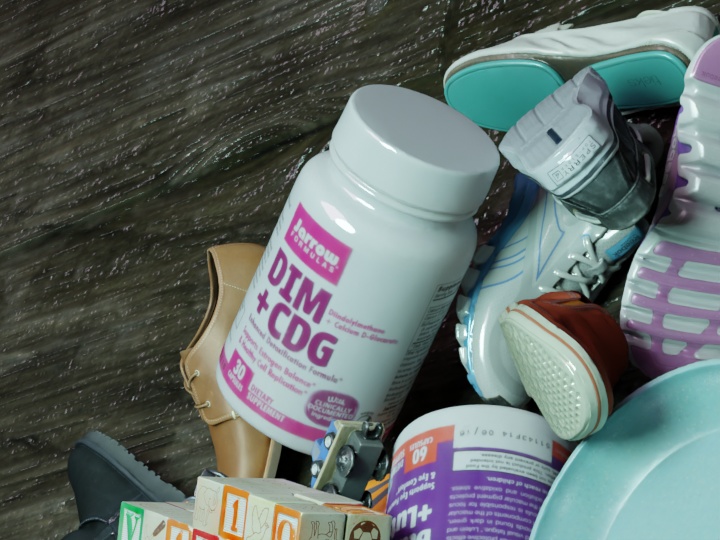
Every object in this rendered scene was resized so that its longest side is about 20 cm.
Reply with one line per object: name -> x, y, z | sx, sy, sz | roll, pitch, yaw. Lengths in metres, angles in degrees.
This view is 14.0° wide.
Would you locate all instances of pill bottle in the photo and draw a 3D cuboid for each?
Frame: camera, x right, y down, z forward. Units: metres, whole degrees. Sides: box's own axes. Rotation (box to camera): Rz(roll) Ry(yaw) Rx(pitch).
pill bottle -> 0.000, 0.000, 1.715 | 0.201, 0.113, 0.114 | -66, 29, 26
pill bottle -> 0.064, 0.184, 1.597 | 0.111, 0.111, 0.201 | -25, 45, 36

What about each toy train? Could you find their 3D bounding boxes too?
toy train -> -0.031, 0.161, 1.678 | 0.201, 0.034, 0.046 | -65, 33, 28

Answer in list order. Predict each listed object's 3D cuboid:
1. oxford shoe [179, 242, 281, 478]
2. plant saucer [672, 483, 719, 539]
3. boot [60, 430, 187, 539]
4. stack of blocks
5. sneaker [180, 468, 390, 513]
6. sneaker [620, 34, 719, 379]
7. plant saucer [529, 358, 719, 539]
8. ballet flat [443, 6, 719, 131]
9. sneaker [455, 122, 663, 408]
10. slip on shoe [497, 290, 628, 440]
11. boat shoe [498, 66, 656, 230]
oxford shoe -> -0.083, 0.081, 1.862 | 0.071, 0.071, 0.201 | 151, 125, -70
plant saucer -> 0.228, 0.178, 1.462 | 0.200, 0.051, 0.201 | -31, 42, 32
boot -> -0.210, 0.200, 1.890 | 0.200, 0.066, 0.165 | -41, 28, -15
stack of blocks -> -0.065, 0.174, 1.628 | 0.200, 0.058, 0.116 | 10, 95, 57
sneaker -> -0.044, 0.151, 1.739 | 0.200, 0.112, 0.078 | -40, 1, 19
sneaker -> 0.199, -0.033, 1.654 | 0.088, 0.080, 0.201 | -52, -23, -89
plant saucer -> 0.167, 0.141, 1.489 | 0.200, 0.036, 0.201 | -31, 41, 31
ballet flat -> 0.142, -0.127, 1.813 | 0.199, 0.069, 0.070 | -5, 58, 43
sneaker -> 0.123, -0.009, 1.725 | 0.086, 0.075, 0.201 | 2, 64, 44
slip on shoe -> 0.116, 0.044, 1.596 | 0.061, 0.074, 0.200 | -22, 6, 0
boat shoe -> 0.127, -0.060, 1.658 | 0.072, 0.071, 0.200 | -40, 10, 12
